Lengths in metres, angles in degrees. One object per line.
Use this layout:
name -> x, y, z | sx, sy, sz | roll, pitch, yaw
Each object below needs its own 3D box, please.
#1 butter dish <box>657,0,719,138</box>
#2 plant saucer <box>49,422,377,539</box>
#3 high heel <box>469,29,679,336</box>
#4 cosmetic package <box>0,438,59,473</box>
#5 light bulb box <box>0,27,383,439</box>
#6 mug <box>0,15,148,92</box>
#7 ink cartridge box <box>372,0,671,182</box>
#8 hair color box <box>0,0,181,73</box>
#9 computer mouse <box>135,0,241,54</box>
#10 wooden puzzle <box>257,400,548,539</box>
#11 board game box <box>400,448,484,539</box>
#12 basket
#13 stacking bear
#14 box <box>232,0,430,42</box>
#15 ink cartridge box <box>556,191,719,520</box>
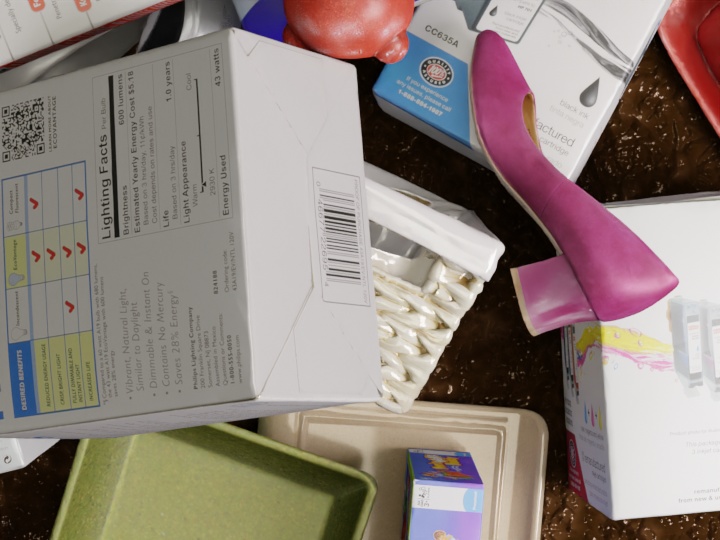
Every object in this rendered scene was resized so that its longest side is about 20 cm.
butter dish -> 0.331, -0.145, 1.192 | 0.199, 0.148, 0.201 | -33, 94, -2
plant saucer -> -0.107, 0.197, 1.204 | 0.198, 0.048, 0.201 | 19, 94, 7
high heel -> 0.126, -0.064, 1.098 | 0.095, 0.067, 0.202 | -17, 67, 17
cosmetic package -> -0.230, 0.040, 1.129 | 0.051, 0.200, 0.152 | -13, 92, 3
light bulb box -> -0.108, -0.012, 1.016 | 0.199, 0.124, 0.200 | -10, 80, 33
mug -> -0.219, -0.207, 1.163 | 0.200, 0.147, 0.176 | -36, 92, -31
ink cartridge box -> 0.118, -0.167, 1.198 | 0.146, 0.086, 0.201 | 28, 91, 6
hair color box -> -0.160, -0.194, 1.039 | 0.198, 0.064, 0.112 | -21, 96, 2
computer mouse -> -0.125, -0.102, 1.159 | 0.044, 0.109, 0.201 | 36, 112, 28
wooden puzzle -> 0.023, 0.181, 1.239 | 0.198, 0.037, 0.187 | 5, 92, 0
board game box -> 0.045, 0.224, 1.155 | 0.044, 0.134, 0.202 | 5, 92, 0
basket -> 0.000, 0.000, 1.151 | 0.135, 0.200, 0.124 | 25, 96, -4
stacking bear -> -0.004, -0.218, 1.007 | 0.120, 0.114, 0.202 | 3, 104, 5
box -> -0.008, -0.255, 1.106 | 0.183, 0.105, 0.202 | -19, 97, 8
ink cartridge box -> 0.212, 0.050, 1.190 | 0.143, 0.145, 0.202 | -3, 91, -4
